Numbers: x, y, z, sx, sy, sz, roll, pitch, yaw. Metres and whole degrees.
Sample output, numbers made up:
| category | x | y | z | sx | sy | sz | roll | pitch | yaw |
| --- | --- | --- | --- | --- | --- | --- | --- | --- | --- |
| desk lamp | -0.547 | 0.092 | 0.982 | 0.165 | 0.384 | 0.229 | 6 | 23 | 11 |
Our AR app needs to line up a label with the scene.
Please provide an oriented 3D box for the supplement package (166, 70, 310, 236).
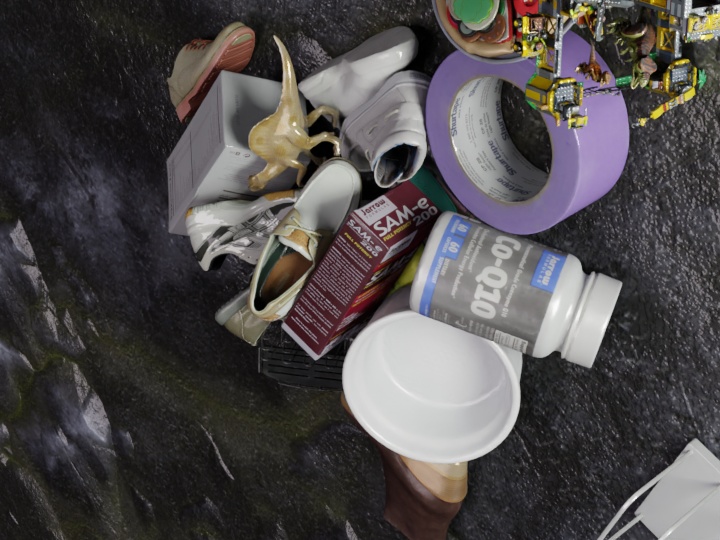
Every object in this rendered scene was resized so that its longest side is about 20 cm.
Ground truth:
| category | x | y | z | sx | sy | sz | roll | pitch | yaw |
| --- | --- | --- | --- | --- | --- | --- | --- | --- | --- |
| supplement package | -0.151 | -0.132 | 1.859 | 0.200 | 0.109 | 0.114 | 132 | 140 | -50 |

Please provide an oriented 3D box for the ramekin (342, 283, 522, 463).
| category | x | y | z | sx | sy | sz | roll | pitch | yaw |
| --- | --- | --- | --- | --- | --- | --- | --- | --- | --- |
| ramekin | 0.087 | 0.108 | 1.722 | 0.200 | 0.098 | 0.201 | 7 | 121 | 12 |

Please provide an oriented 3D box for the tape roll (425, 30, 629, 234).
| category | x | y | z | sx | sy | sz | roll | pitch | yaw |
| --- | --- | --- | --- | --- | --- | --- | --- | --- | --- |
| tape roll | 0.166 | -0.144 | 1.549 | 0.200 | 0.085 | 0.201 | 27 | 131 | 36 |

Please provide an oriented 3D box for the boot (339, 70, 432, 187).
| category | x | y | z | sx | sy | sz | roll | pitch | yaw |
| --- | --- | --- | --- | --- | --- | --- | --- | --- | --- |
| boot | 0.022 | -0.132 | 1.676 | 0.073 | 0.096 | 0.200 | 16 | 154 | -13 |

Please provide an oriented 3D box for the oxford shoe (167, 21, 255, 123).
| category | x | y | z | sx | sy | sz | roll | pitch | yaw |
| --- | --- | --- | --- | --- | --- | --- | --- | --- | --- |
| oxford shoe | -0.194 | -0.257 | 1.896 | 0.074 | 0.071 | 0.200 | 59 | 141 | 8 |

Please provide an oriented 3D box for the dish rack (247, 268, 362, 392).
| category | x | y | z | sx | sy | sz | roll | pitch | yaw |
| --- | --- | --- | --- | --- | --- | --- | --- | --- | --- |
| dish rack | -0.060 | 0.074 | 1.902 | 0.153 | 0.055 | 0.201 | 7 | 124 | 6 |

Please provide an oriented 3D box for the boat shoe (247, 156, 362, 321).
| category | x | y | z | sx | sy | sz | roll | pitch | yaw |
| --- | --- | --- | --- | --- | --- | --- | --- | --- | --- |
| boat shoe | -0.060 | -0.031 | 1.690 | 0.075 | 0.068 | 0.201 | 28 | 99 | 8 |

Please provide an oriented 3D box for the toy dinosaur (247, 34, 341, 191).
| category | x | y | z | sx | sy | sz | roll | pitch | yaw |
| --- | --- | --- | --- | --- | --- | --- | --- | --- | --- |
| toy dinosaur | -0.073 | -0.156 | 1.709 | 0.058 | 0.101 | 0.201 | -108 | 28 | -51 |

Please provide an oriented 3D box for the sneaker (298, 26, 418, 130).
| category | x | y | z | sx | sy | sz | roll | pitch | yaw |
| --- | --- | --- | --- | --- | --- | --- | --- | --- | --- |
| sneaker | 0.015 | -0.207 | 1.704 | 0.089 | 0.075 | 0.200 | 56 | 150 | -12 |

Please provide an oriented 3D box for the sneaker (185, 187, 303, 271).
| category | x | y | z | sx | sy | sz | roll | pitch | yaw |
| --- | --- | --- | --- | --- | --- | --- | --- | --- | --- |
| sneaker | -0.105 | -0.047 | 1.791 | 0.199 | 0.076 | 0.088 | -10 | 91 | 21 |

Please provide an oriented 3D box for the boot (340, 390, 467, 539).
| category | x | y | z | sx | sy | sz | roll | pitch | yaw |
| --- | --- | --- | --- | --- | --- | --- | --- | --- | --- |
| boot | 0.042 | 0.252 | 1.930 | 0.200 | 0.072 | 0.167 | 33 | 131 | 25 |

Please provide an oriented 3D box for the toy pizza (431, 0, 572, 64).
| category | x | y | z | sx | sy | sz | roll | pitch | yaw |
| --- | --- | --- | --- | --- | --- | --- | --- | --- | --- |
| toy pizza | 0.140 | -0.297 | 1.459 | 0.200 | 0.032 | 0.201 | -6 | 81 | 40 |

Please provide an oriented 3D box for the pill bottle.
| category | x | y | z | sx | sy | sz | roll | pitch | yaw |
| --- | --- | --- | --- | --- | --- | --- | --- | --- | --- |
| pill bottle | 0.161 | 0.022 | 1.587 | 0.199 | 0.114 | 0.114 | 20 | 130 | 9 |

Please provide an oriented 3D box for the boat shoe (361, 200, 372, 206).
| category | x | y | z | sx | sy | sz | roll | pitch | yaw |
| --- | --- | --- | --- | --- | --- | --- | --- | --- | --- |
| boat shoe | -0.052 | -0.041 | 1.828 | 0.199 | 0.072 | 0.062 | -8 | 68 | 36 |

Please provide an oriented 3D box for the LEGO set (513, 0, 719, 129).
| category | x | y | z | sx | sy | sz | roll | pitch | yaw |
| --- | --- | --- | --- | --- | --- | --- | --- | --- | --- |
| LEGO set | 0.246 | -0.197 | 1.346 | 0.116 | 0.199 | 0.154 | 34 | 122 | 54 |

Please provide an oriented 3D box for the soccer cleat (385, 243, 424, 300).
| category | x | y | z | sx | sy | sz | roll | pitch | yaw |
| --- | --- | --- | --- | --- | --- | --- | --- | --- | --- |
| soccer cleat | 0.049 | 0.051 | 1.783 | 0.065 | 0.083 | 0.201 | -117 | 22 | -52 |

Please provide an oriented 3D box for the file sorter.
| category | x | y | z | sx | sy | sz | roll | pitch | yaw |
| --- | --- | --- | --- | --- | --- | --- | --- | --- | --- |
| file sorter | 0.354 | 0.308 | 1.577 | 0.200 | 0.124 | 0.139 | 45 | 139 | 19 |

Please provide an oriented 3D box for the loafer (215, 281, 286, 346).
| category | x | y | z | sx | sy | sz | roll | pitch | yaw |
| --- | --- | --- | --- | --- | --- | --- | --- | --- | --- |
| loafer | -0.079 | 0.020 | 1.788 | 0.200 | 0.075 | 0.070 | -36 | 95 | 28 |

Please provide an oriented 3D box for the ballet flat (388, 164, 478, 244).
| category | x | y | z | sx | sy | sz | roll | pitch | yaw |
| --- | --- | --- | --- | --- | --- | --- | --- | --- | --- |
| ballet flat | 0.099 | -0.036 | 1.712 | 0.200 | 0.069 | 0.071 | 51 | 159 | 19 |

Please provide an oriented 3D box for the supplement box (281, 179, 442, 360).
| category | x | y | z | sx | sy | sz | roll | pitch | yaw |
| --- | --- | --- | --- | --- | --- | --- | --- | --- | --- |
| supplement box | 0.000 | 0.000 | 1.691 | 0.061 | 0.109 | 0.200 | 43 | 133 | 12 |
